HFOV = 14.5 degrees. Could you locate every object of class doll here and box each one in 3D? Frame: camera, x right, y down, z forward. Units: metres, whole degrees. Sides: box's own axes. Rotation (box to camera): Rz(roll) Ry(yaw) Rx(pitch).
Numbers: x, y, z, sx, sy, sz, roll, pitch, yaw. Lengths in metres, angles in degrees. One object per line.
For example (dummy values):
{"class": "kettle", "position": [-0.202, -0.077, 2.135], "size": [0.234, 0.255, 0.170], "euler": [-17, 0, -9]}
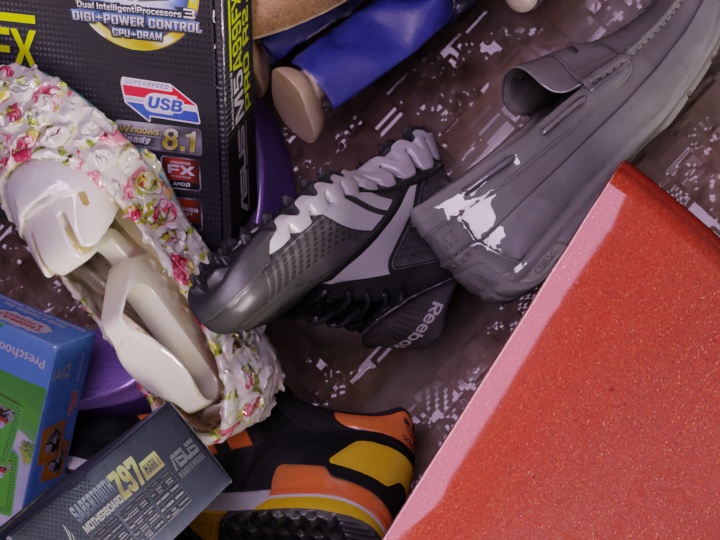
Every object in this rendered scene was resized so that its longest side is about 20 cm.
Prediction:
{"class": "doll", "position": [0.026, -0.147, 1.315], "size": [0.200, 0.049, 0.136], "euler": [-38, 55, -18]}

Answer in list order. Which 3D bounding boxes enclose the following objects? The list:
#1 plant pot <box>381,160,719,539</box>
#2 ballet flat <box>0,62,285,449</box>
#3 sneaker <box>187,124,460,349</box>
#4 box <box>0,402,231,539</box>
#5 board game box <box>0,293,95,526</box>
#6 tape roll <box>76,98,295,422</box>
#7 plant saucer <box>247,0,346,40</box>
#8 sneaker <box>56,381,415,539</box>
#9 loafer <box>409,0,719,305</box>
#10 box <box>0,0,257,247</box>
{"class": "plant pot", "position": [0.132, 0.093, 1.208], "size": [0.176, 0.200, 0.200], "euler": [32, 88, 6]}
{"class": "ballet flat", "position": [-0.105, -0.003, 1.243], "size": [0.076, 0.064, 0.200], "euler": [-32, 106, 32]}
{"class": "sneaker", "position": [0.000, 0.000, 1.261], "size": [0.066, 0.200, 0.091], "euler": [-37, 87, 33]}
{"class": "box", "position": [-0.151, 0.140, 1.168], "size": [0.158, 0.200, 0.051], "euler": [-38, 92, 21]}
{"class": "board game box", "position": [-0.212, 0.098, 1.316], "size": [0.151, 0.037, 0.201], "euler": [21, 110, 23]}
{"class": "tape roll", "position": [-0.134, -0.031, 1.353], "size": [0.199, 0.066, 0.201], "euler": [-3, 78, 13]}
{"class": "plant saucer", "position": [-0.055, -0.184, 1.324], "size": [0.199, 0.036, 0.201], "euler": [-12, 44, 12]}
{"class": "sneaker", "position": [-0.067, 0.090, 1.322], "size": [0.199, 0.070, 0.090], "euler": [7, 50, 24]}
{"class": "loafer", "position": [0.098, -0.074, 1.276], "size": [0.070, 0.070, 0.200], "euler": [42, 64, -7]}
{"class": "box", "position": [-0.147, -0.101, 1.268], "size": [0.199, 0.044, 0.161], "euler": [8, 120, 14]}
